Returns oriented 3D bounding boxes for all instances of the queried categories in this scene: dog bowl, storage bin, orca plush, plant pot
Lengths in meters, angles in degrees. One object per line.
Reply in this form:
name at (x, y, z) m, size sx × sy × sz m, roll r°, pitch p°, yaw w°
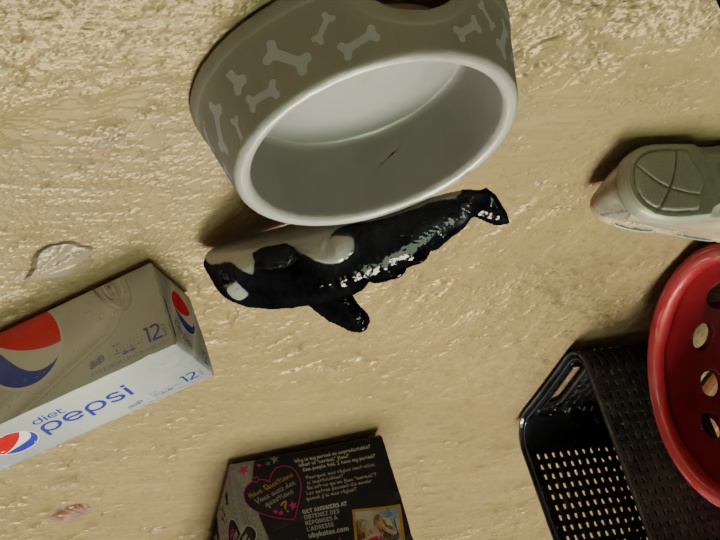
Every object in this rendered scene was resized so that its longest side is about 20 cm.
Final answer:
dog bowl at (0.002, -0.097, 1.490) m, size 0.199 × 0.059 × 0.200 m, roll -15°, pitch 152°, yaw -8°
storage bin at (0.212, 0.170, 1.957) m, size 0.093 × 0.201 × 0.135 m, roll -5°, pitch 150°, yaw -26°
orca plush at (0.000, 0.000, 1.602) m, size 0.199 × 0.072 × 0.105 m, roll -16°, pitch -169°, yaw 9°
plant pot at (0.340, 0.073, 1.869) m, size 0.182 × 0.201 × 0.201 m, roll -3°, pitch 149°, yaw -35°

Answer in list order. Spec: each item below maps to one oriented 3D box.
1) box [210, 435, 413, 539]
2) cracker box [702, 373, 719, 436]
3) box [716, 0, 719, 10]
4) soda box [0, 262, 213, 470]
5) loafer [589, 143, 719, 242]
box at (-0.045, 0.232, 2.003) m, size 0.131 × 0.115 × 0.200 m, roll -9°, pitch 150°, yaw -16°
cracker box at (0.379, 0.101, 2.097) m, size 0.199 × 0.058 × 0.134 m, roll -6°, pitch 149°, yaw -25°
box at (0.305, -0.183, 1.428) m, size 0.199 × 0.149 × 0.107 m, roll -16°, pitch 153°, yaw -5°
soda box at (-0.203, 0.071, 1.659) m, size 0.199 × 0.064 × 0.068 m, roll -25°, pitch 154°, yaw 11°
loafer at (0.250, -0.050, 1.739) m, size 0.199 × 0.072 × 0.063 m, roll 5°, pitch 162°, yaw -28°
